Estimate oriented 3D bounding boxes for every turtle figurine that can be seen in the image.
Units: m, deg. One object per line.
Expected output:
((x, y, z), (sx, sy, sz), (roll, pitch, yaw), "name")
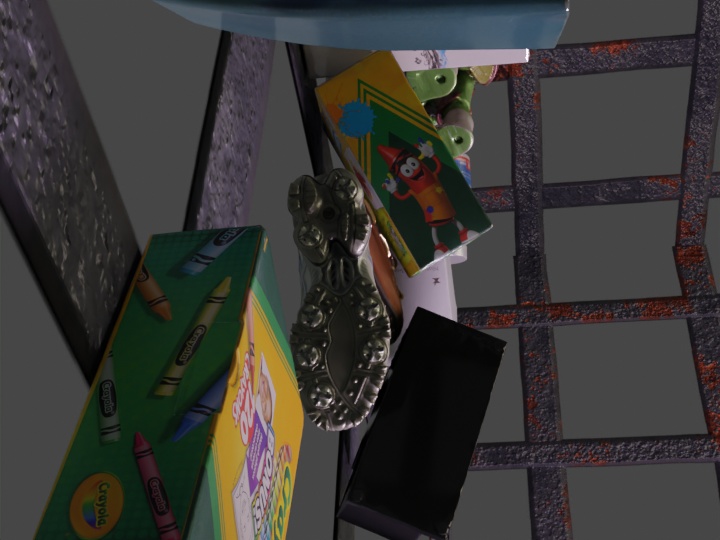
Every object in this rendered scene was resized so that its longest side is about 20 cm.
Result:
((0.059, -0.198, 1.140), (0.195, 0.199, 0.145), (-76, -175, -53), "turtle figurine")

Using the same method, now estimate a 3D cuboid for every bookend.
((0.044, 0.174, 1.081), (0.199, 0.092, 0.201), (109, 3, -58), "bookend")

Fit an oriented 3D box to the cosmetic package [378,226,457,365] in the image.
((0.039, 0.009, 1.195), (0.201, 0.112, 0.082), (76, 12, -46), "cosmetic package")

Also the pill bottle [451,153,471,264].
((0.157, -0.117, 2.185), (0.112, 0.111, 0.202), (56, 31, -76), "pill bottle")

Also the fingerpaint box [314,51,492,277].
((0.035, -0.085, 0.992), (0.168, 0.073, 0.200), (60, -1, 3), "fingerpaint box")

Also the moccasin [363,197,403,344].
((-0.002, 0.000, 1.056), (0.202, 0.073, 0.078), (64, 29, -47), "moccasin")

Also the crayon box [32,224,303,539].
((-0.070, 0.086, 0.483), (0.201, 0.058, 0.120), (-84, 168, -54), "crayon box")

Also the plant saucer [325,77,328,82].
((-0.010, -0.201, 1.199), (0.200, 0.034, 0.202), (-3, 90, -83), "plant saucer")

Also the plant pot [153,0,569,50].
((-0.003, -0.181, 0.574), (0.141, 0.198, 0.143), (-33, 119, -83), "plant pot")

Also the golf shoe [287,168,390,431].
((-0.015, 0.026, 0.906), (0.097, 0.078, 0.202), (81, 8, -79), "golf shoe")

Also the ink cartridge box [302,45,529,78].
((0.046, -0.274, 1.006), (0.145, 0.198, 0.148), (80, 10, -45), "ink cartridge box")
